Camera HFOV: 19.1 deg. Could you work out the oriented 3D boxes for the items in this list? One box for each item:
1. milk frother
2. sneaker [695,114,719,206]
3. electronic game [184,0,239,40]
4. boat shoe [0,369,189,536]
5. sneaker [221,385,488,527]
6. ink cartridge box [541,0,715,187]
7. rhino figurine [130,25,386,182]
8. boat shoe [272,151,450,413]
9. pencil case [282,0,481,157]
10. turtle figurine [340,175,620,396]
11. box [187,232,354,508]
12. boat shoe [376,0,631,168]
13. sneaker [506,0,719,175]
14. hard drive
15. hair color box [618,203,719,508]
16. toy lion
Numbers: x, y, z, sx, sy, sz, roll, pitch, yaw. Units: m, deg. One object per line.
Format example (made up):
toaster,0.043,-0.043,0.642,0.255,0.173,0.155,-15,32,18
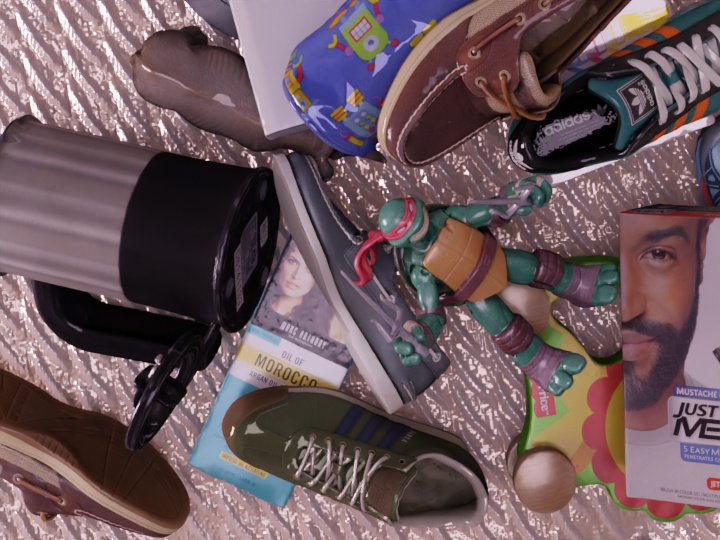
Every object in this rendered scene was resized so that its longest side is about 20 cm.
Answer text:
milk frother,-0.177,0.008,1.472,0.187,0.200,0.182,12,112,15
sneaker,0.302,-0.021,1.491,0.079,0.096,0.201,-30,98,5
electronic game,-0.049,-0.256,1.502,0.198,0.042,0.202,0,93,4
boat shoe,-0.223,0.146,1.582,0.199,0.072,0.072,28,127,-7
sneaker,0.006,0.137,1.513,0.199,0.090,0.068,15,106,-24
ink cartridge box,0.146,-0.177,1.458,0.124,0.129,0.201,-21,97,9
rhino figurine,-0.073,-0.115,1.508,0.199,0.087,0.060,25,102,0
boat shoe,0.000,0.000,1.488,0.061,0.073,0.201,-27,103,-7
pencil case,0.032,-0.169,1.371,0.087,0.078,0.200,46,109,12
turtle figurine,0.077,-0.003,1.431,0.199,0.101,0.150,30,98,-30
box,-0.048,0.065,1.560,0.082,0.049,0.201,24,102,0
boat shoe,0.094,-0.129,1.328,0.200,0.072,0.072,-42,138,13
sneaker,0.185,-0.113,1.359,0.199,0.080,0.072,-29,97,9
hard drive,-0.027,-0.204,1.457,0.131,0.027,0.201,-16,85,4
hair color box,0.239,0.058,1.461,0.110,0.064,0.202,3,99,38
toy lion,0.193,0.085,1.543,0.190,0.069,0.202,-10,100,-1
